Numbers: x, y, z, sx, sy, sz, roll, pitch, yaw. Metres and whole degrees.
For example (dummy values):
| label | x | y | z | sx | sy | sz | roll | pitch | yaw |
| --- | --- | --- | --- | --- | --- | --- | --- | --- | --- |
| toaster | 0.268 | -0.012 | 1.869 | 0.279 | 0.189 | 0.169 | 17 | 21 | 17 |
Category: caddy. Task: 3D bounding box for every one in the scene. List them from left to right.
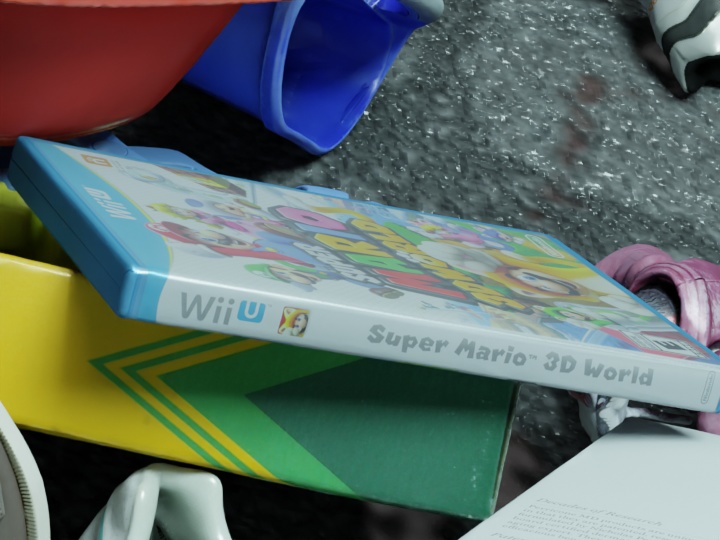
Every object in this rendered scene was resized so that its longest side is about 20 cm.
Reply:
| label | x | y | z | sx | sy | sz | roll | pitch | yaw |
| --- | --- | --- | --- | --- | --- | --- | --- | --- | --- |
| caddy | -0.016 | -0.122 | 1.000 | 0.104 | 0.142 | 0.200 | 24 | 1 | 11 |

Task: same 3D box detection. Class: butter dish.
| label | x | y | z | sx | sy | sz | roll | pitch | yaw |
| --- | --- | --- | --- | --- | --- | --- | --- | --- | --- |
| butter dish | -0.141 | -0.103 | 0.866 | 0.200 | 0.148 | 0.199 | 42 | 29 | 25 |

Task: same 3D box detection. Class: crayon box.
| label | x | y | z | sx | sy | sz | roll | pitch | yaw |
| --- | --- | --- | --- | --- | --- | --- | --- | --- | --- |
| crayon box | -0.062 | 0.034 | 0.824 | 0.199 | 0.052 | 0.126 | 14 | -4 | -12 |

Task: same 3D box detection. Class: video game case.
| label | x | y | z | sx | sy | sz | roll | pitch | yaw |
| --- | --- | --- | --- | --- | --- | --- | --- | --- | --- |
| video game case | 0.000 | 0.000 | 0.812 | 0.199 | 0.018 | 0.143 | 10 | 15 | -24 |

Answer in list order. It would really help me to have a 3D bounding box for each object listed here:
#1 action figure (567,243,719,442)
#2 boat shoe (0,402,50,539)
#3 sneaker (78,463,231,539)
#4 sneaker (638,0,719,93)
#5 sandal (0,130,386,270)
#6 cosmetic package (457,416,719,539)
| label | x | y | z | sx | sy | sz | roll | pitch | yaw |
| --- | --- | --- | --- | --- | --- | --- | --- | --- | --- |
| action figure | 0.149 | 0.031 | 0.923 | 0.199 | 0.149 | 0.134 | 7 | 42 | -42 |
| boat shoe | -0.134 | 0.041 | 0.718 | 0.071 | 0.201 | 0.060 | 0 | 24 | 13 |
| sneaker | -0.048 | 0.140 | 0.730 | 0.070 | 0.081 | 0.201 | 2 | 42 | -28 |
| sneaker | 0.219 | -0.109 | 1.208 | 0.198 | 0.074 | 0.080 | 1 | 55 | -19 |
| sandal | -0.059 | -0.014 | 0.926 | 0.199 | 0.080 | 0.087 | 12 | 33 | -16 |
| cosmetic package | 0.075 | 0.122 | 0.736 | 0.081 | 0.114 | 0.200 | 10 | 13 | 21 |
